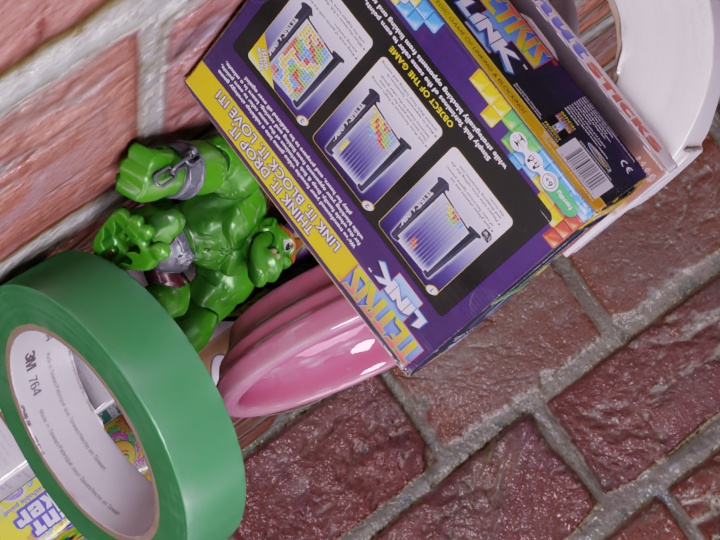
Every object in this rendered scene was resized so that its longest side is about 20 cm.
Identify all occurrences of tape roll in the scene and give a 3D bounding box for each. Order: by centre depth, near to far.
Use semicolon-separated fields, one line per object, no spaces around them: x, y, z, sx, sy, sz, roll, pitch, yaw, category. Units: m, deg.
0.095;-0.119;0.903;0.202;0.203;0.071;-39;173;17;tape roll
-0.150;0.087;1.011;0.048;0.201;0.200;-32;172;-32;tape roll

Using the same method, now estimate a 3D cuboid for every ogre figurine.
-0.103;-0.015;1.021;0.120;0.098;0.202;-40;133;-37;ogre figurine

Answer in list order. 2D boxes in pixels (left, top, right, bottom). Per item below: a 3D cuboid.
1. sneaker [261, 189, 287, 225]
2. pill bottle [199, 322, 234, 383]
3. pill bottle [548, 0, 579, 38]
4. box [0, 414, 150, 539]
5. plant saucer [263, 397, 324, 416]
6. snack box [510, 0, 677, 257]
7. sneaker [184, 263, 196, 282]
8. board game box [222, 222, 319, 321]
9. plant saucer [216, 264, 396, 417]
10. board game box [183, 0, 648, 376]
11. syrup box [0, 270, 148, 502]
-0.007;-0.086;1.186;0.198;0.114;0.071;3;156;-27;sneaker
-0.100;0.037;1.298;0.199;0.115;0.114;-35;173;-20;pill bottle
0.046;-0.116;1.060;0.109;0.110;0.200;-32;172;-36;pill bottle
-0.265;0.168;1.282;0.199;0.122;0.193;-35;173;-12;box
-0.056;0.031;1.399;0.199;0.035;0.201;-20;-140;18;plant saucer
0.071;-0.108;0.856;0.072;0.201;0.024;-41;174;29;snack box
-0.059;-0.016;1.232;0.199;0.077;0.082;-21;137;-30;sneaker
0.000;0.000;1.174;0.199;0.033;0.120;2;156;-46;board game box
-0.008;0.033;1.110;0.199;0.051;0.201;-23;167;-6;plant saucer
0.022;-0.072;0.847;0.057;0.201;0.165;-32;172;-44;board game box
-0.214;0.082;1.152;0.199;0.082;0.079;-35;174;-10;syrup box
